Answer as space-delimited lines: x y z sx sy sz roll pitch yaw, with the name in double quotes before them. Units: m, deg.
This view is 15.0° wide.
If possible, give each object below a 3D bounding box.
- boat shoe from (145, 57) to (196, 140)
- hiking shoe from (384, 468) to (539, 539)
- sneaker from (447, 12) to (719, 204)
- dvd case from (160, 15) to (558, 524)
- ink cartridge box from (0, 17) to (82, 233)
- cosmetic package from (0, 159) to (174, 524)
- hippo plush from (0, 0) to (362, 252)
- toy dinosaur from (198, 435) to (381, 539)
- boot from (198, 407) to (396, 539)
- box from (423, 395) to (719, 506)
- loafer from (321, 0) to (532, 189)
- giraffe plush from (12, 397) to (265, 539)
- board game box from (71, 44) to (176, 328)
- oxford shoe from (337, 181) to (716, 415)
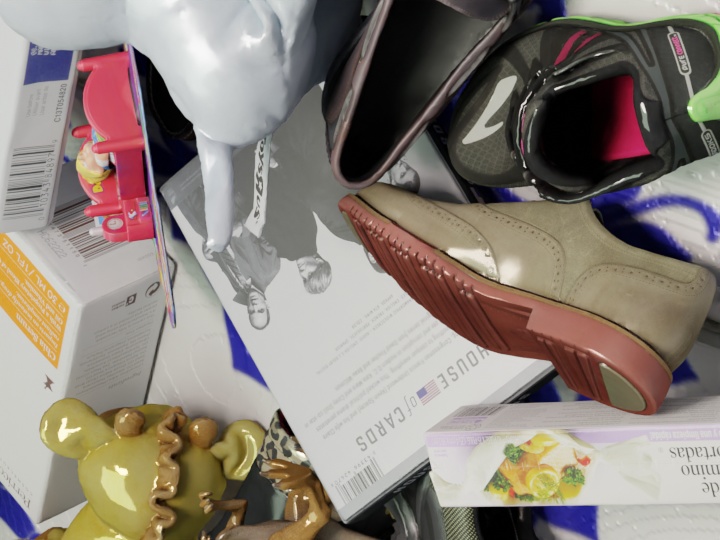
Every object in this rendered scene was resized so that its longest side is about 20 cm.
"boat shoe" -0.082 -0.135 1.398 0.070 0.070 0.201 49 144 21
"hiking shoe" 0.045 0.084 1.373 0.100 0.076 0.201 -31 83 35
"sneaker" 0.091 -0.070 1.188 0.200 0.083 0.077 -12 99 59
"dvd case" 0.000 0.000 1.340 0.150 0.025 0.201 -38 73 27
"ink cartridge box" -0.209 -0.160 1.529 0.200 0.040 0.201 106 146 -44
"cosmetic package" -0.182 0.045 1.636 0.101 0.071 0.201 45 141 27
"hippo plush" -0.087 -0.137 1.262 0.160 0.159 0.201 20 100 8
"toy dinosaur" -0.022 0.140 1.403 0.061 0.198 0.107 -100 15 -62
"boot" 0.002 0.179 1.461 0.203 0.074 0.154 30 113 3
"box" 0.122 0.081 1.228 0.199 0.041 0.039 -5 106 34
"loafer" 0.040 -0.116 1.211 0.072 0.063 0.200 25 126 -10
"giraffe plush" -0.135 0.148 1.580 0.200 0.172 0.163 24 112 49
"board game box" -0.134 -0.064 1.466 0.158 0.039 0.201 -112 13 -64
"oxford shoe" 0.076 -0.003 1.254 0.199 0.075 0.071 28 163 34
